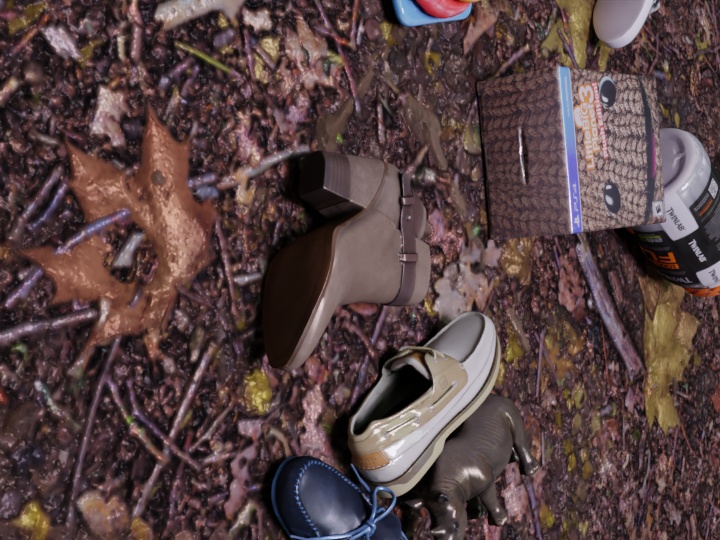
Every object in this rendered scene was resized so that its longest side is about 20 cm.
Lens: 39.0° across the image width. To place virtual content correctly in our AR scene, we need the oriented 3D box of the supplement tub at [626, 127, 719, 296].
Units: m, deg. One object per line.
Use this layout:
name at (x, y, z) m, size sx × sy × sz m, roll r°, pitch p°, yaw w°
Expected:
supplement tub at (0.381, -0.062, 1.201) m, size 0.200 × 0.122 × 0.123 m, roll 44°, pitch 58°, yaw -35°

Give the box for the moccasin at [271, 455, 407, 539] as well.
moccasin at (0.008, 0.213, 0.824) m, size 0.200 × 0.068 × 0.081 m, roll 47°, pitch 56°, yaw -35°

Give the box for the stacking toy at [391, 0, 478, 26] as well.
stacking toy at (0.120, -0.286, 0.876) m, size 0.116 × 0.199 × 0.111 m, roll -21°, pitch 103°, yaw -44°

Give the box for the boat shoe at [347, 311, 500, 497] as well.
boat shoe at (0.058, 0.099, 0.881) m, size 0.200 × 0.074 × 0.069 m, roll -53°, pitch 126°, yaw -36°

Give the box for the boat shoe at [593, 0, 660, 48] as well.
boat shoe at (0.328, -0.331, 1.203) m, size 0.068 × 0.071 × 0.201 m, roll 40°, pitch 53°, yaw -36°

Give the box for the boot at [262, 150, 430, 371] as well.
boot at (0.000, 0.000, 0.829) m, size 0.146 × 0.070 × 0.201 m, roll 28°, pitch 68°, yaw -45°

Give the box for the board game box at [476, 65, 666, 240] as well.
board game box at (0.222, -0.120, 1.052) m, size 0.199 × 0.096 × 0.161 m, roll -8°, pitch 94°, yaw -47°

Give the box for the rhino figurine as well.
rhino figurine at (0.098, 0.186, 0.918) m, size 0.200 × 0.060 × 0.088 m, roll -44°, pitch 113°, yaw -48°
